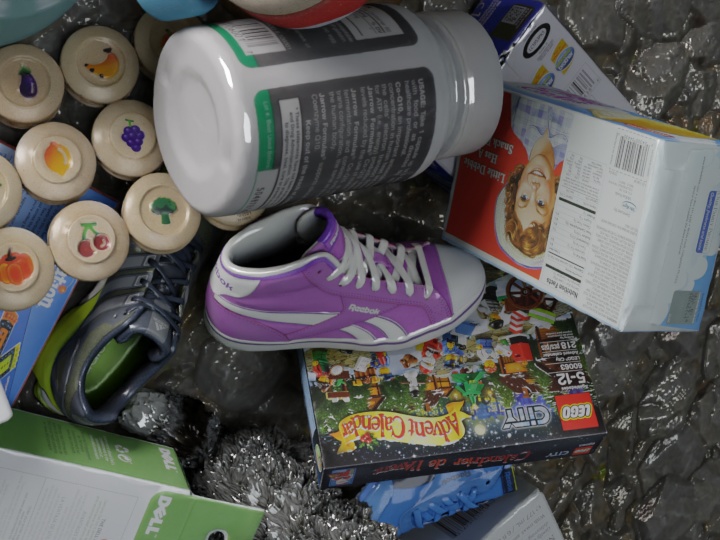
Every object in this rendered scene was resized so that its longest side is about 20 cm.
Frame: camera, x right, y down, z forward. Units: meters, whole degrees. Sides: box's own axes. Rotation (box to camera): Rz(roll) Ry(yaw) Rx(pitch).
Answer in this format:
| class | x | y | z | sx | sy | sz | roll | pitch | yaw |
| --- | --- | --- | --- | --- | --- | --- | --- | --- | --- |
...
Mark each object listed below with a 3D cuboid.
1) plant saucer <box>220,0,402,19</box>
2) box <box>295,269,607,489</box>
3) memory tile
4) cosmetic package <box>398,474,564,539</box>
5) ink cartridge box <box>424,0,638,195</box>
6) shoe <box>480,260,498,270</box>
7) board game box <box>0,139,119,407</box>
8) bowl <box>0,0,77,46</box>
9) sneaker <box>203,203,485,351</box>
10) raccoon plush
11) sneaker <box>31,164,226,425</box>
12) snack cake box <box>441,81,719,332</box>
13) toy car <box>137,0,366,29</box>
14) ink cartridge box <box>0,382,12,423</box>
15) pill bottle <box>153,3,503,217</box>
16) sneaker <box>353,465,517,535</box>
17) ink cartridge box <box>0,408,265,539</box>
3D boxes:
| class | x | y | z | sx | sy | sz | roll | pitch | yaw |
| --- | --- | --- | --- | --- | --- | --- | --- | --- | --- |
| plant saucer | -0.020 | -0.248 | 0.890 | 0.199 | 0.035 | 0.202 | -9 | 109 | -28 |
| box | 0.058 | 0.071 | 0.949 | 0.199 | 0.137 | 0.038 | -6 | 150 | -11 |
| memory tile | -0.163 | -0.073 | 0.833 | 0.199 | 0.017 | 0.154 | -22 | 89 | -24 |
| cosmetic package | 0.119 | 0.268 | 1.104 | 0.113 | 0.081 | 0.201 | -39 | 120 | -17 |
| ink cartridge box | 0.113 | -0.105 | 0.988 | 0.200 | 0.076 | 0.137 | 40 | 84 | -35 |
| shoe | 0.051 | 0.071 | 1.019 | 0.200 | 0.053 | 0.070 | -50 | 123 | -9 |
| board game box | -0.242 | 0.022 | 0.851 | 0.103 | 0.019 | 0.201 | 28 | 89 | -32 |
| bowl | -0.211 | -0.214 | 0.746 | 0.200 | 0.105 | 0.202 | -10 | 111 | -28 |
| sneaker | 0.000 | 0.001 | 0.893 | 0.199 | 0.073 | 0.115 | -9 | 150 | -18 |
| raccoon plush | -0.071 | 0.165 | 0.926 | 0.199 | 0.134 | 0.097 | 24 | 93 | -34 |
| sneaker | -0.134 | 0.018 | 0.876 | 0.074 | 0.081 | 0.201 | 30 | 88 | -34 |
| snack cake box | 0.138 | -0.046 | 0.858 | 0.067 | 0.200 | 0.116 | 1 | 107 | -29 |
| toy car | -0.008 | -0.212 | 0.803 | 0.200 | 0.183 | 0.178 | 20 | 67 | -63 |
| ink cartridge box | -0.300 | 0.010 | 0.759 | 0.144 | 0.084 | 0.201 | -22 | 109 | -18 |
| pill bottle | -0.016 | -0.104 | 0.836 | 0.199 | 0.113 | 0.114 | -13 | 111 | -32 |
| sneaker | 0.068 | 0.158 | 1.032 | 0.200 | 0.078 | 0.066 | -40 | 161 | -15 |
| ink cartridge box | -0.174 | 0.161 | 0.873 | 0.199 | 0.059 | 0.104 | 17 | 106 | -25 |
